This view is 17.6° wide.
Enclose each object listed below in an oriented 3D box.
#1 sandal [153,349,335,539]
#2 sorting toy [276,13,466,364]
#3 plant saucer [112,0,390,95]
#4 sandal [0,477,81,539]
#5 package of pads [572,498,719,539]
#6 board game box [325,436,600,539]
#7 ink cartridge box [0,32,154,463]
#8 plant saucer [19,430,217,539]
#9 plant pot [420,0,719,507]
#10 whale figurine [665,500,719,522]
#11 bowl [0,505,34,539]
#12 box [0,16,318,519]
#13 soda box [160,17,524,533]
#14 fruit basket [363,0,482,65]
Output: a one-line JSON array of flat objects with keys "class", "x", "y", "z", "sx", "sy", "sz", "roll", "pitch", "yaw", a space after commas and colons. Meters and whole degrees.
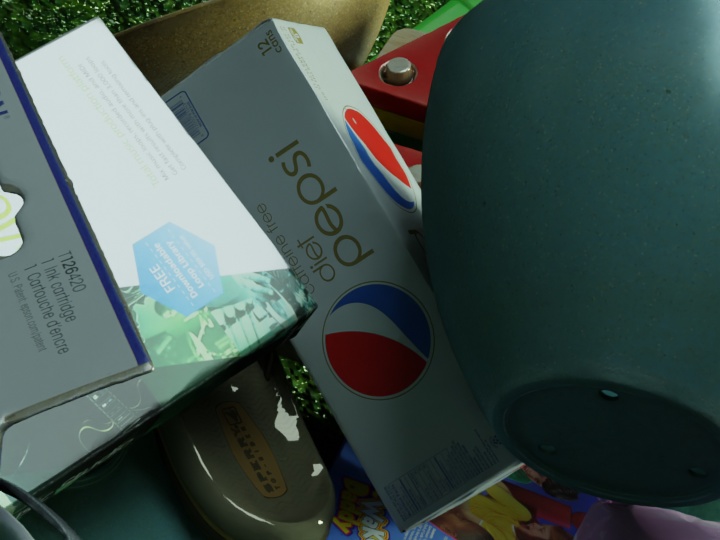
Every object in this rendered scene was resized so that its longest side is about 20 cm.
[{"class": "sandal", "x": -0.067, "y": 0.022, "z": 0.914, "sx": 0.080, "sy": 0.054, "sz": 0.201, "roll": -18, "pitch": 65, "yaw": -38}, {"class": "sorting toy", "x": 0.064, "y": -0.033, "z": 1.034, "sx": 0.199, "sy": 0.070, "sz": 0.199, "roll": 18, "pitch": 52, "yaw": 19}, {"class": "plant saucer", "x": -0.073, "y": -0.088, "z": 1.103, "sx": 0.199, "sy": 0.200, "sz": 0.036, "roll": -13, "pitch": 82, "yaw": -46}, {"class": "sandal", "x": -0.106, "y": 0.111, "z": 0.747, "sx": 0.200, "sy": 0.076, "sz": 0.043, "roll": 37, "pitch": 37, "yaw": 2}, {"class": "package of pads", "x": 0.132, "y": 0.187, "z": 0.837, "sx": 0.120, "sy": 0.076, "sz": 0.201, "roll": 9, "pitch": 57, "yaw": -8}, {"class": "board game box", "x": 0.039, "y": 0.125, "z": 0.966, "sx": 0.134, "sy": 0.045, "sz": 0.200, "roll": 27, "pitch": 31, "yaw": 2}, {"class": "ink cartridge box", "x": -0.182, "y": 0.016, "z": 0.725, "sx": 0.199, "sy": 0.047, "sz": 0.198, "roll": -16, "pitch": 40, "yaw": -13}, {"class": "plant saucer", "x": -0.124, "y": 0.062, "z": 0.908, "sx": 0.199, "sy": 0.027, "sz": 0.201, "roll": 15, "pitch": 49, "yaw": -17}, {"class": "plant pot", "x": 0.106, "y": 0.005, "z": 0.843, "sx": 0.199, "sy": 0.200, "sz": 0.135, "roll": 22, "pitch": 61, "yaw": -7}, {"class": "whale figurine", "x": 0.201, "y": 0.126, "z": 1.045, "sx": 0.199, "sy": 0.103, "sz": 0.160, "roll": 15, "pitch": 65, "yaw": -52}, {"class": "bowl", "x": -0.171, "y": 0.158, "z": 0.668, "sx": 0.199, "sy": 0.106, "sz": 0.201, "roll": -6, "pitch": 40, "yaw": 5}, {"class": "box", "x": -0.132, "y": 0.009, "z": 0.842, "sx": 0.200, "sy": 0.036, "sz": 0.145, "roll": -34, "pitch": 81, "yaw": -31}, {"class": "soda box", "x": 0.000, "y": 0.000, "z": 0.932, "sx": 0.201, "sy": 0.063, "sz": 0.068, "roll": 60, "pitch": 17, "yaw": 7}, {"class": "fruit basket", "x": 0.111, "y": -0.042, "z": 1.190, "sx": 0.214, "sy": 0.156, "sz": 0.216, "roll": 5, "pitch": 44, "yaw": -5}]
